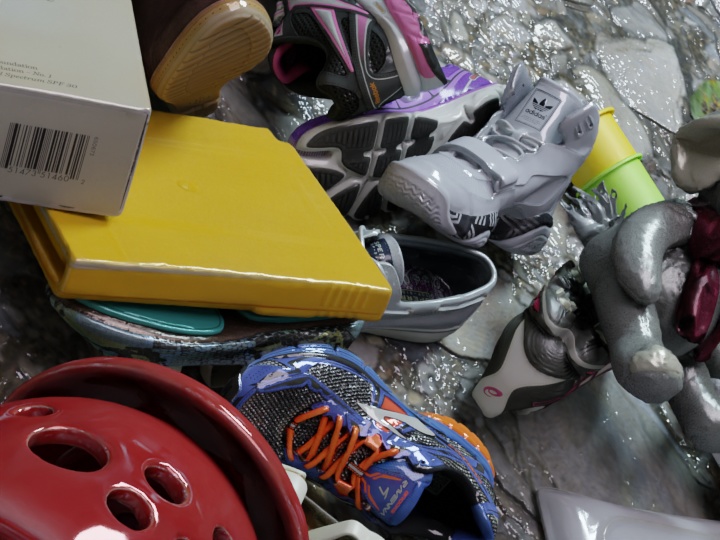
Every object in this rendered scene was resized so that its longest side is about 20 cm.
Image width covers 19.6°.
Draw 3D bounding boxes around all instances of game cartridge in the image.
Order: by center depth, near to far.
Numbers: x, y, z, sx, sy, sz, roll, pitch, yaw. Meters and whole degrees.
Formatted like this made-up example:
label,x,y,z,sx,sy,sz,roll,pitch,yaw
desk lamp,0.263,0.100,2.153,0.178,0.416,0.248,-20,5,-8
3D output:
label,x,y,z,sx,sy,sz,roll,pitch,yaw
game cartridge,-0.102,-0.036,1.177,0.200,0.032,0.176,7,31,-33

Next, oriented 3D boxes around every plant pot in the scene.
label,x,y,z,sx,sy,sz,roll,pitch,yaw
plant pot,-0.134,0.148,0.930,0.200,0.200,0.182,47,30,-1

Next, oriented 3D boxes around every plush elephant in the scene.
label,x,y,z,sx,sy,sz,roll,pitch,yaw
plush elephant,0.227,-0.007,1.305,0.165,0.155,0.200,40,24,-50

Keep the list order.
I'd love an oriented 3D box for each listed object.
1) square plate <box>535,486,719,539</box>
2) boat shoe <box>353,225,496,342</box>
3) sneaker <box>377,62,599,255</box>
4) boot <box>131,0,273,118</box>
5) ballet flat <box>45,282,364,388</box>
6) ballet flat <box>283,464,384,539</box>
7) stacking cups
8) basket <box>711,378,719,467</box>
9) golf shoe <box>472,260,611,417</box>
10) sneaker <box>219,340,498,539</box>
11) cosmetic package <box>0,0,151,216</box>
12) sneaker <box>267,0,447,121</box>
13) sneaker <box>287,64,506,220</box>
label,x,y,z,sx,sy,sz,roll,pitch,yaw
square plate,0.210,0.233,1.307,0.198,0.028,0.200,14,50,-34
boat shoe,0.001,0.001,1.271,0.201,0.072,0.070,5,55,-41
sneaker,0.087,-0.077,1.346,0.075,0.115,0.200,32,10,26
boot,-0.120,-0.183,1.227,0.072,0.200,0.167,-22,86,-15
ballet flat,-0.088,0.038,1.158,0.200,0.074,0.074,4,55,-32
ballet flat,-0.034,0.140,1.128,0.200,0.064,0.067,40,39,-9
stacking cups,0.212,-0.022,1.496,0.060,0.061,0.200,-20,73,-49
basket,0.334,0.123,1.408,0.200,0.123,0.136,60,38,-6
golf shoe,0.125,0.047,1.353,0.077,0.088,0.200,52,16,10
sneaker,0.007,0.102,1.167,0.200,0.075,0.078,24,20,-30
cosmetic package,-0.180,-0.119,1.144,0.103,0.073,0.200,8,34,-19
sneaker,-0.029,-0.160,1.347,0.200,0.086,0.080,45,-19,55
sneaker,0.017,-0.093,1.383,0.083,0.081,0.200,36,34,29
